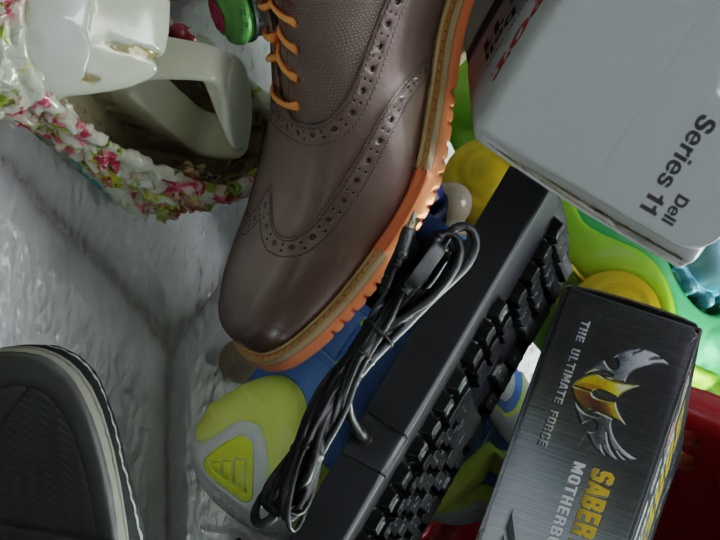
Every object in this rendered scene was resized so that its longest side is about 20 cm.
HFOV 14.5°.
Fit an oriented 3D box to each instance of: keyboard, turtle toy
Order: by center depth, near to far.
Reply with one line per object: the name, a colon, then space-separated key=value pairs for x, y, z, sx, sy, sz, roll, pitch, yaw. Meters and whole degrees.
keyboard: x=0.008 y=0.057 z=0.852 sx=0.200 sy=0.021 sz=0.127 roll=-60 pitch=155 yaw=-15
turtle toy: x=0.090 y=-0.019 z=1.154 sx=0.101 sy=0.200 sz=0.146 roll=-37 pitch=159 yaw=-10

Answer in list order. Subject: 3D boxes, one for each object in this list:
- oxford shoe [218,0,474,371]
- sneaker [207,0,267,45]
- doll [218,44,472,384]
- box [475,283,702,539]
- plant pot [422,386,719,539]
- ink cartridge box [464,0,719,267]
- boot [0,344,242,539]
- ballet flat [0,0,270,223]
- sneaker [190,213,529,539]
oxford shoe: x=-0.009 y=-0.068 z=0.853 sx=0.073 sy=0.071 sz=0.200 roll=18 pitch=95 yaw=-35
sneaker: x=-0.002 y=-0.136 z=0.993 sx=0.200 sy=0.084 sz=0.077 roll=-51 pitch=136 yaw=-57
doll: x=0.000 y=0.000 z=1.030 sx=0.136 sy=0.048 sz=0.200 roll=-40 pitch=148 yaw=-33
box: x=0.059 y=0.123 z=0.944 sx=0.158 sy=0.048 sz=0.200 roll=78 pitch=32 yaw=-70
plant pot: x=0.100 y=0.161 z=1.105 sx=0.183 sy=0.200 sz=0.201 roll=78 pitch=21 yaw=-69
ink cartridge box: x=0.102 y=-0.108 z=0.904 sx=0.147 sy=0.083 sz=0.200 roll=-58 pitch=-170 yaw=17
boot: x=-0.076 y=0.102 z=0.859 sx=0.154 sy=0.073 sz=0.204 roll=-44 pitch=133 yaw=-65
ballet flat: x=-0.076 y=-0.067 z=0.845 sx=0.200 sy=0.064 sz=0.076 roll=32 pitch=62 yaw=-65
sneaker: x=0.026 y=0.031 z=0.952 sx=0.105 sy=0.076 sz=0.200 roll=-58 pitch=162 yaw=20
